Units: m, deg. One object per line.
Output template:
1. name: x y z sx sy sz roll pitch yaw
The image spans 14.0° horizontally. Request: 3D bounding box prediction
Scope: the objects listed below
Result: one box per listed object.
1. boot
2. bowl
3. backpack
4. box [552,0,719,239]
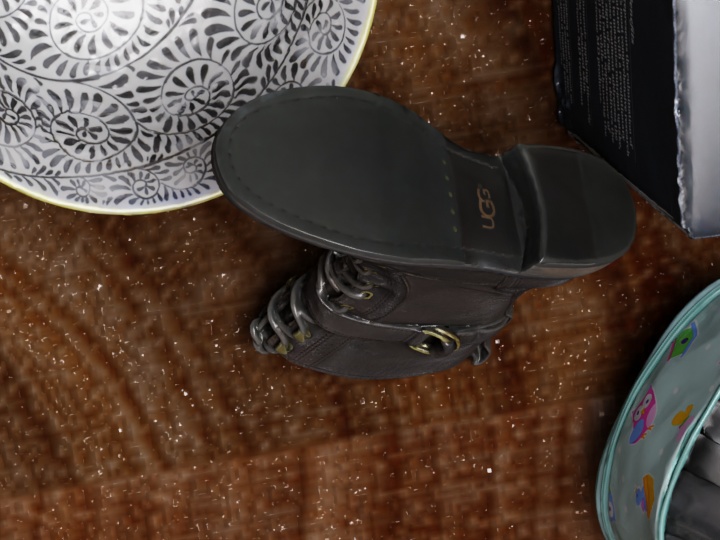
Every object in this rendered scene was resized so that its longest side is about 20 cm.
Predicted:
1. boot: 0.000 0.000 1.208 0.199 0.174 0.070 12 64 -26
2. bowl: -0.098 -0.131 1.190 0.199 0.094 0.202 -3 106 -10
3. backpack: 0.205 0.091 1.282 0.199 0.153 0.176 26 98 -27
4. box: 0.196 -0.103 1.201 0.199 0.197 0.125 -7 108 -9
